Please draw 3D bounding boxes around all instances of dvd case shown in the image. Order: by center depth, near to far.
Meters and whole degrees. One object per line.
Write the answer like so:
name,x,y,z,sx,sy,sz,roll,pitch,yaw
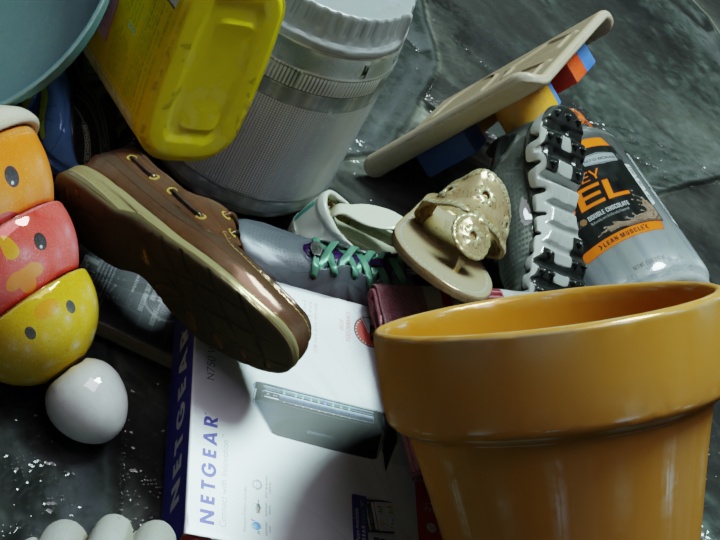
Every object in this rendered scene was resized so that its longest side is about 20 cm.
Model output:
dvd case,-0.102,0.021,0.968,0.198,0.016,0.150,26,38,-11

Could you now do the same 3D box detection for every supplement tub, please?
supplement tub,0.192,-0.031,1.148,0.121,0.123,0.201,0,47,-35

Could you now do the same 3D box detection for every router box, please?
router box,-0.032,0.107,0.881,0.177,0.049,0.202,15,47,-21

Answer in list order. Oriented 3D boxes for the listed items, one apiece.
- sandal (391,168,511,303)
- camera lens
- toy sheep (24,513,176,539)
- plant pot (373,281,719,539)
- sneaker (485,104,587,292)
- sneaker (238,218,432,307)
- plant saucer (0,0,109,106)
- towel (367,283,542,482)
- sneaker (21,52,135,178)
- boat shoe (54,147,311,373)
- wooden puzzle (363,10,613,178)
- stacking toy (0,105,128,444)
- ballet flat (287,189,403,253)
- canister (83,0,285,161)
sandal,0.072,-0.042,0.976,0.077,0.070,0.212,28,14,-2
camera lens,-0.064,-0.154,1.037,0.158,0.201,0.161,19,39,-16
toy sheep,-0.124,0.183,0.685,0.198,0.139,0.139,23,38,-3
plant pot,0.116,0.112,0.786,0.198,0.199,0.186,-11,94,-42
sneaker,0.126,-0.024,1.081,0.066,0.090,0.203,19,69,-41
sneaker,0.000,0.000,0.977,0.198,0.088,0.075,27,38,-24
plant saucer,-0.233,-0.178,0.898,0.201,0.199,0.036,59,6,31
towel,0.108,0.074,0.930,0.197,0.023,0.146,3,52,-22
sneaker,-0.205,-0.128,1.032,0.082,0.071,0.201,35,31,-30
boat shoe,-0.101,-0.015,0.857,0.199,0.073,0.067,36,55,22
wooden puzzle,0.117,-0.141,1.184,0.047,0.184,0.200,59,37,-7
stacking toy,-0.204,0.016,0.837,0.201,0.146,0.146,52,39,-1
ballet flat,0.041,-0.002,1.057,0.198,0.070,0.070,24,38,-11
canister,-0.138,-0.187,0.932,0.086,0.150,0.201,0,40,-37
